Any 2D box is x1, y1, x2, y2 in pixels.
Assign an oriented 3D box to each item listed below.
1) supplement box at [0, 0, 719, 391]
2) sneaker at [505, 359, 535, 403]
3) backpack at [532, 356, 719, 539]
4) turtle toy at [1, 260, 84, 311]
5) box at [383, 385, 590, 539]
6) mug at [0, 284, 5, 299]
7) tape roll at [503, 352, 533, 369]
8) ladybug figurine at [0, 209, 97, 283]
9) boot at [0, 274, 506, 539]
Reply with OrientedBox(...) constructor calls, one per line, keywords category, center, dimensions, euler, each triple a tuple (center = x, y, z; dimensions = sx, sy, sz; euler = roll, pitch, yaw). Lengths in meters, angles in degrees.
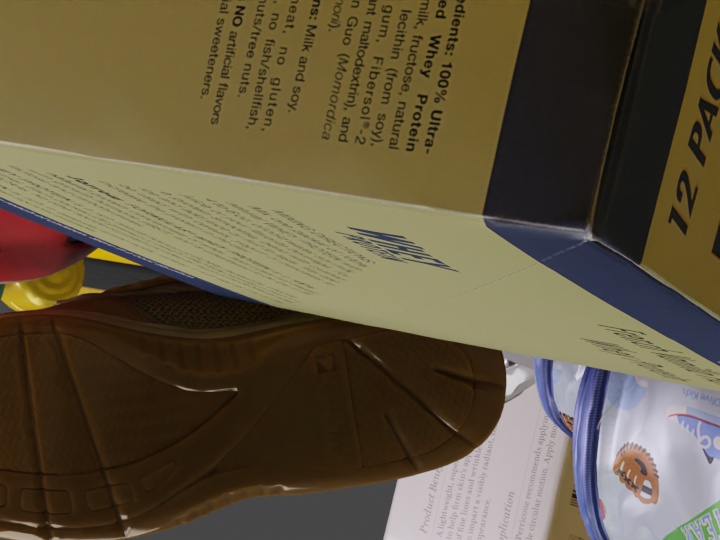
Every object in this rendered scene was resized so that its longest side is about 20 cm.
OrientedBox(category="supplement box", center=(0.015, -0.062, 0.451), dimensions=(0.200, 0.135, 0.200), euler=(10, 172, 30))
OrientedBox(category="sneaker", center=(0.073, 0.038, 1.086), dimensions=(0.200, 0.075, 0.115), euler=(-29, 160, -2))
OrientedBox(category="backpack", center=(0.148, 0.028, 0.676), dimensions=(0.200, 0.191, 0.154), euler=(19, 171, -43))
OrientedBox(category="turtle toy", center=(-0.231, -0.018, 0.889), dimensions=(0.200, 0.101, 0.146), euler=(-13, -173, -39))
OrientedBox(category="box", center=(0.133, 0.131, 1.442), dimensions=(0.131, 0.199, 0.200), euler=(10, 172, 29))
OrientedBox(category="mug", center=(-0.228, -0.037, 0.757), dimensions=(0.152, 0.185, 0.114), euler=(-30, 167, -9))
OrientedBox(category="tape roll", center=(0.123, 0.000, 0.882), dimensions=(0.200, 0.066, 0.200), euler=(15, 163, 5))
OrientedBox(category="ladybug figurine", center=(-0.118, -0.045, 0.562), dimensions=(0.135, 0.072, 0.200), euler=(-3, 165, 6))
OrientedBox(category="boot", center=(-0.063, 0.024, 0.643), dimensions=(0.200, 0.073, 0.155), euler=(-8, -164, -5))
